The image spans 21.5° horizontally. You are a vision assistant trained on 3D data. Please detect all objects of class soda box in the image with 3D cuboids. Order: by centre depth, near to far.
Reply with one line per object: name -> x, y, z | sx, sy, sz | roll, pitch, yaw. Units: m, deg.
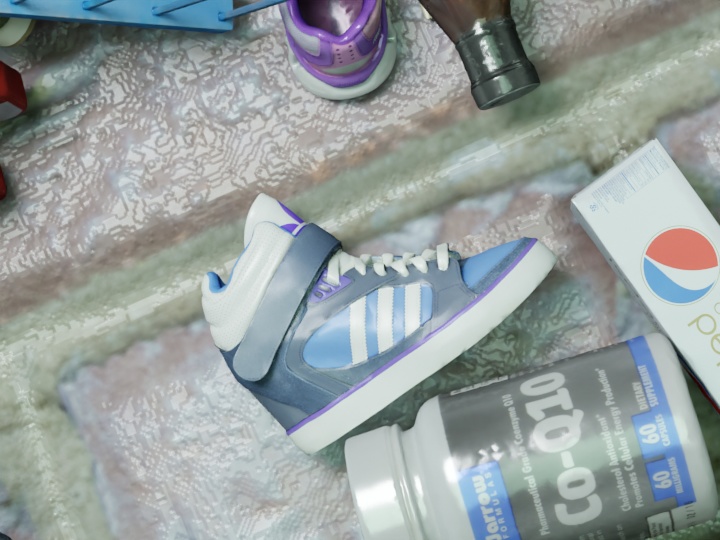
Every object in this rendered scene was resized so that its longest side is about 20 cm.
soda box -> 0.206, 0.023, 1.118 | 0.063, 0.068, 0.201 | -35, 85, 3

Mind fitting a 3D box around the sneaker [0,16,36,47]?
sneaker -> -0.288, -0.194, 1.128 | 0.199, 0.090, 0.068 | 30, 103, 27

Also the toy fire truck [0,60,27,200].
toy fire truck -> -0.304, -0.083, 1.118 | 0.198, 0.168, 0.113 | -16, 87, 4

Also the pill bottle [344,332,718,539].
pill bottle -> 0.098, 0.116, 1.101 | 0.198, 0.114, 0.115 | -17, 86, 4

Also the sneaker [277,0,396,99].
sneaker -> -0.029, -0.206, 1.138 | 0.080, 0.088, 0.202 | -16, 86, 3

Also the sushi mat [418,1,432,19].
sushi mat -> 0.050, -0.263, 1.171 | 0.095, 0.012, 0.202 | -21, 86, 5

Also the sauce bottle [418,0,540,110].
sauce bottle -> 0.051, -0.195, 1.129 | 0.066, 0.066, 0.202 | -20, 85, 4

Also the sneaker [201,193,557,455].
sneaker -> 0.000, 0.000, 1.130 | 0.199, 0.081, 0.147 | -36, 89, 8

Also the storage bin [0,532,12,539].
storage bin -> -0.312, 0.191, 1.136 | 0.200, 0.145, 0.134 | -46, 58, 2

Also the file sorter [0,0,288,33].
file sorter -> -0.134, -0.217, 1.060 | 0.199, 0.122, 0.140 | 0, 88, -35
